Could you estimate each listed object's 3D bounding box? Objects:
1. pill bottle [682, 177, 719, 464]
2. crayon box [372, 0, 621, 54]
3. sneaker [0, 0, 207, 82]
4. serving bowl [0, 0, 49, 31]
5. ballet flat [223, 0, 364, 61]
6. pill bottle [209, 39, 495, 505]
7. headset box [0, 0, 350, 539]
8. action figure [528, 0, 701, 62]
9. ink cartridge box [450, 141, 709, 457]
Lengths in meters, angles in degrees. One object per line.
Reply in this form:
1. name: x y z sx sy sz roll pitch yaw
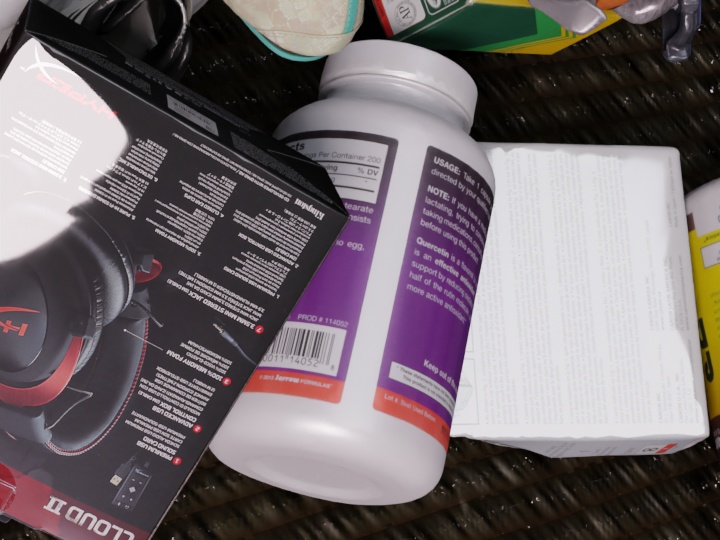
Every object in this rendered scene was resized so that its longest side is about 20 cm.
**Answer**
1. pill bottle: 0.238 0.049 0.894 0.108 0.109 0.202 -2 74 -29
2. crayon box: 0.046 -0.216 0.870 0.172 0.058 0.202 -8 76 -57
3. sneaker: -0.083 -0.131 0.744 0.076 0.115 0.201 44 74 -30
4. serving bowl: -0.212 -0.154 0.711 0.198 0.066 0.201 11 40 -9
5. ballet flat: -0.067 -0.167 0.687 0.200 0.063 0.067 41 47 18
6. pill bottle: 0.000 0.000 0.769 0.112 0.112 0.202 21 68 -22
7. headset box: -0.120 0.016 0.679 0.148 0.075 0.201 28 102 -17
8. action figure: 0.117 -0.202 0.802 0.104 0.193 0.202 0 97 12
9. ink cartridge box: 0.078 0.015 0.867 0.198 0.050 0.164 0 73 -10
